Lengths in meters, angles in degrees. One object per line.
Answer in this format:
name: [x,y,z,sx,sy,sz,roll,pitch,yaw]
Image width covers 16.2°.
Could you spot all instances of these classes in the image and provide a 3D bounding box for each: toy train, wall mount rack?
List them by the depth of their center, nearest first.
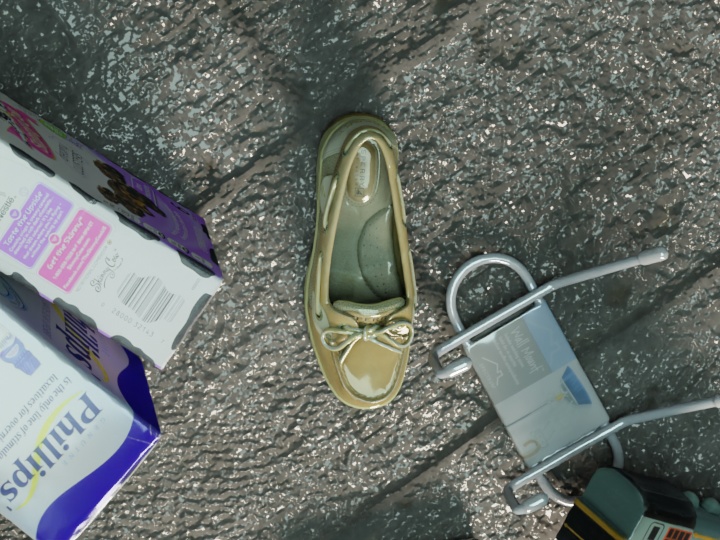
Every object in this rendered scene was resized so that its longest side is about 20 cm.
wall mount rack: [0.149,0.070,1.703,0.173,0.075,0.200,-30,107,0]
toy train: [0.212,0.204,1.718,0.200,0.085,0.114,18,106,-36]

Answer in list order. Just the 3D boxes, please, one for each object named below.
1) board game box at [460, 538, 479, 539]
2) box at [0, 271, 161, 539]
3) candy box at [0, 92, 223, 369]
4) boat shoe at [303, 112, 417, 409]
board game box: [0.032,0.293,1.769,0.135,0.028,0.201,-11,105,-4]
box: [-0.236,0.057,1.594,0.200,0.184,0.105,41,94,-15]
candy box: [-0.192,-0.038,1.583,0.200,0.168,0.072,32,98,-14]
boat shoe: [0.003,-0.001,1.672,0.073,0.063,0.201,1,104,-7]
